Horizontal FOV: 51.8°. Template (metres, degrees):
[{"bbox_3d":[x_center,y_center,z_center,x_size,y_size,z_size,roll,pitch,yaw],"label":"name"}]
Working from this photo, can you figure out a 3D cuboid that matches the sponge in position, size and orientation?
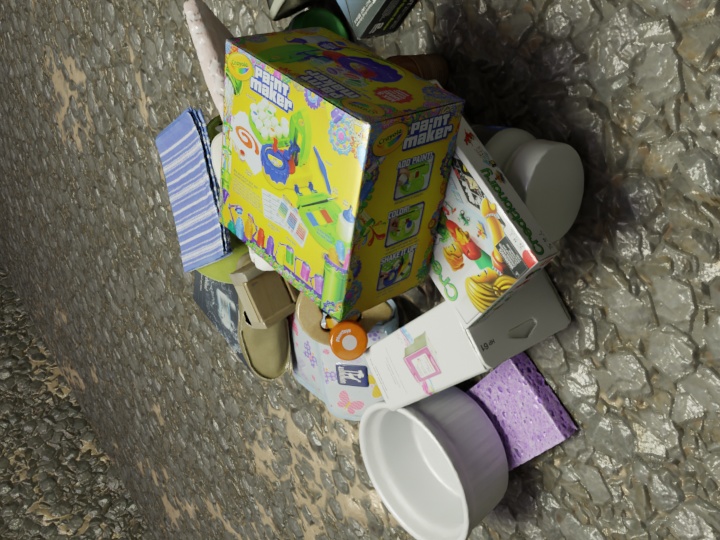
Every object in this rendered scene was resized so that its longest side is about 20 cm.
[{"bbox_3d":[0.174,0.191,0.930,0.112,0.030,0.200,57,145,16],"label":"sponge"}]

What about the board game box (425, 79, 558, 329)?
[{"bbox_3d":[0.087,-0.061,0.706,0.202,0.034,0.127,58,143,17],"label":"board game box"}]

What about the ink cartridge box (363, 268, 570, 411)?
[{"bbox_3d":[0.116,0.076,0.844,0.200,0.143,0.086,-36,78,55],"label":"ink cartridge box"}]

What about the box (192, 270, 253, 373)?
[{"bbox_3d":[-0.181,0.023,1.248,0.200,0.116,0.199,44,139,28],"label":"box"}]

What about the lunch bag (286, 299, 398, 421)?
[{"bbox_3d":[-0.019,0.109,1.062,0.199,0.126,0.172,29,134,43],"label":"lunch bag"}]

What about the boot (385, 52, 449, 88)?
[{"bbox_3d":[0.012,-0.153,0.850,0.077,0.154,0.201,52,143,19],"label":"boot"}]

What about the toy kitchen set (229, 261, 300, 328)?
[{"bbox_3d":[-0.055,-0.046,0.946,0.179,0.199,0.165,-6,111,54],"label":"toy kitchen set"}]

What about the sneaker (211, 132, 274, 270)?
[{"bbox_3d":[-0.136,-0.101,0.914,0.202,0.074,0.081,62,178,24],"label":"sneaker"}]

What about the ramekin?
[{"bbox_3d":[0.096,0.242,0.953,0.199,0.097,0.204,32,134,40],"label":"ramekin"}]

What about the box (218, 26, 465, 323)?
[{"bbox_3d":[-0.029,-0.098,0.702,0.199,0.121,0.195,37,133,34],"label":"box"}]

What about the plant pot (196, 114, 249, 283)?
[{"bbox_3d":[-0.173,-0.118,1.074,0.187,0.185,0.202,41,145,32],"label":"plant pot"}]

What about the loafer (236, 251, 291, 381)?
[{"bbox_3d":[-0.141,0.075,1.055,0.068,0.075,0.204,-123,23,-66],"label":"loafer"}]

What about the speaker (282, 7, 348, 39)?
[{"bbox_3d":[-0.095,-0.271,0.995,0.199,0.088,0.090,-19,93,56],"label":"speaker"}]

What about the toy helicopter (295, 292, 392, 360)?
[{"bbox_3d":[0.000,0.000,0.895,0.132,0.200,0.079,45,180,-10],"label":"toy helicopter"}]

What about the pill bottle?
[{"bbox_3d":[0.122,-0.094,0.771,0.198,0.113,0.116,19,123,47],"label":"pill bottle"}]

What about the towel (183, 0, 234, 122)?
[{"bbox_3d":[-0.134,-0.191,0.875,0.191,0.032,0.203,33,-146,-76],"label":"towel"}]

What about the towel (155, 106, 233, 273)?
[{"bbox_3d":[-0.234,-0.106,1.017,0.144,0.024,0.204,-15,87,53],"label":"towel"}]

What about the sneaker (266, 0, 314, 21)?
[{"bbox_3d":[-0.096,-0.359,0.871,0.107,0.074,0.200,61,-177,-16],"label":"sneaker"}]

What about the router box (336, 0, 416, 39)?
[{"bbox_3d":[0.026,-0.373,0.792,0.151,0.062,0.200,60,145,8],"label":"router box"}]
